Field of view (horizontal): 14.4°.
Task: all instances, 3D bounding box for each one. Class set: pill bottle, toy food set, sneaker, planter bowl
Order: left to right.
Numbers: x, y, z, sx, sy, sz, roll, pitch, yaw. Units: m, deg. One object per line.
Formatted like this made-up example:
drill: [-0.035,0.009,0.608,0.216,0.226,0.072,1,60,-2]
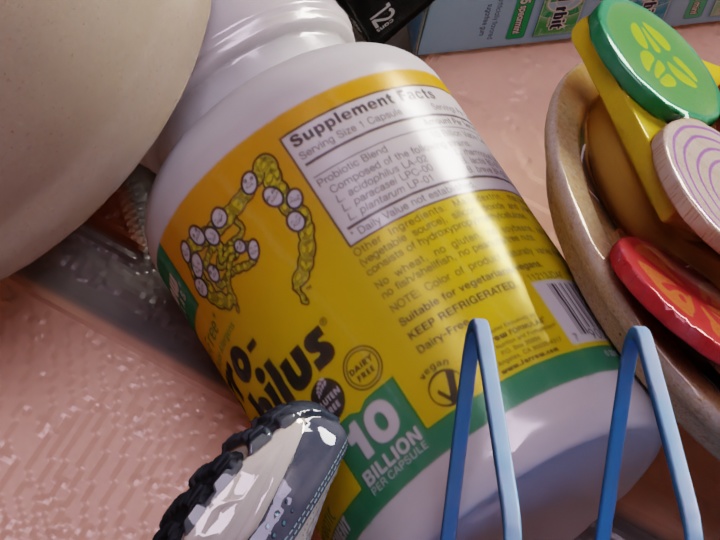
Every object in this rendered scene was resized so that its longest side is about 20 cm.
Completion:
planter bowl: [-0.164,-0.105,0.883,0.199,0.135,0.202,-12,59,21]
sneaker: [-0.041,0.137,0.836,0.086,0.078,0.201,25,86,-6]
pill bottle: [0.000,0.000,0.911,0.112,0.113,0.201,-24,67,-21]
toy food set: [0.137,0.004,0.914,0.197,0.049,0.201,15,42,-42]

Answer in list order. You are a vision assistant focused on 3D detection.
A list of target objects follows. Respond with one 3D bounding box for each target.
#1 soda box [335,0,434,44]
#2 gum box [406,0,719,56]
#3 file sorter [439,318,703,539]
soda box: [-0.036,-0.174,1.002,0.063,0.071,0.200,-39,61,-2]
gum box: [0.099,-0.172,1.064,0.198,0.045,0.171,-8,63,-12]
file sorter: [0.120,0.094,0.770,0.198,0.123,0.139,3,28,-4]
